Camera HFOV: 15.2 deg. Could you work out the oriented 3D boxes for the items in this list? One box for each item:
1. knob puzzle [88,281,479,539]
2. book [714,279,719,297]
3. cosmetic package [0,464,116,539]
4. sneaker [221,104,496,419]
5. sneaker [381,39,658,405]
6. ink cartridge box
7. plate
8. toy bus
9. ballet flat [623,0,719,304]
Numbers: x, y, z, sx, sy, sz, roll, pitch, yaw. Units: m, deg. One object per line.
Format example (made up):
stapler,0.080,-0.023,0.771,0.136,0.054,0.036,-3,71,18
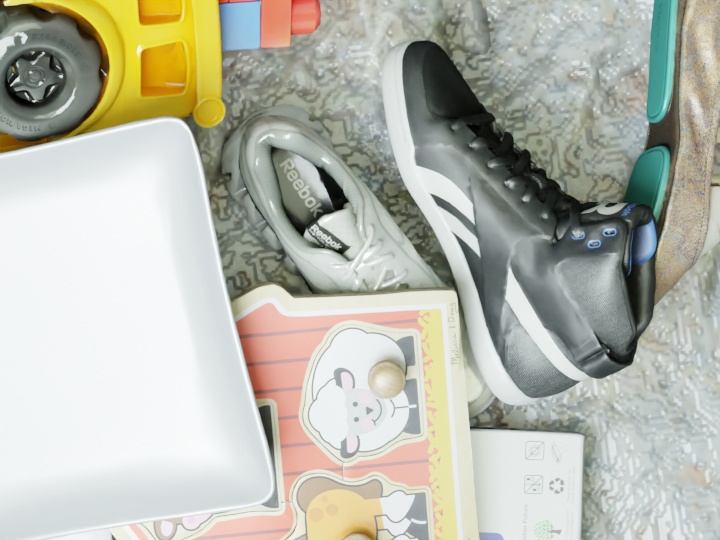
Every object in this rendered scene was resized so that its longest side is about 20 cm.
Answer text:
knob puzzle,-0.040,0.106,1.382,0.218,0.030,0.221,-1,101,-4
book,0.252,-0.067,1.395,0.048,0.134,0.201,17,95,-21
cosmetic package,-0.170,0.101,1.415,0.082,0.051,0.202,-4,90,-5
sneaker,0.000,0.000,1.414,0.075,0.081,0.200,-40,94,-5
sneaker,0.093,-0.039,1.400,0.111,0.073,0.201,-20,93,32
ink cartridge box,0.018,0.131,1.434,0.199,0.039,0.100,3,90,-5
plate,-0.154,0.034,1.347,0.199,0.032,0.201,-10,102,13
toy bus,-0.116,-0.166,1.356,0.191,0.136,0.201,-8,120,-9
ballet flat,0.180,-0.065,1.434,0.067,0.068,0.201,10,90,-11
